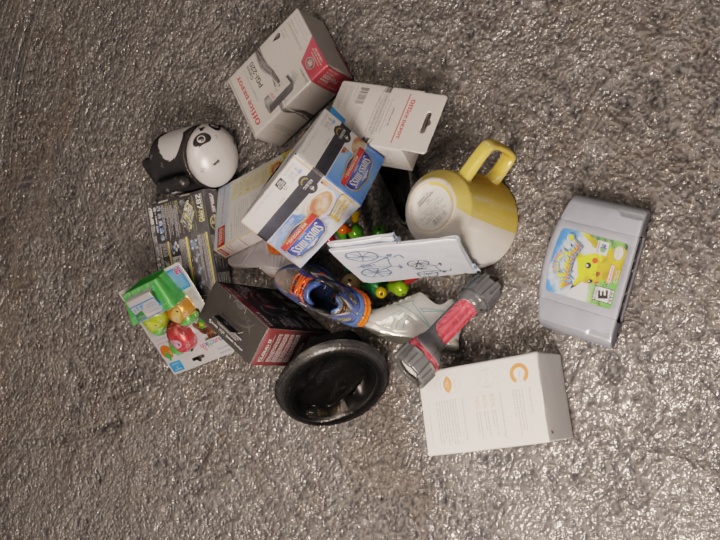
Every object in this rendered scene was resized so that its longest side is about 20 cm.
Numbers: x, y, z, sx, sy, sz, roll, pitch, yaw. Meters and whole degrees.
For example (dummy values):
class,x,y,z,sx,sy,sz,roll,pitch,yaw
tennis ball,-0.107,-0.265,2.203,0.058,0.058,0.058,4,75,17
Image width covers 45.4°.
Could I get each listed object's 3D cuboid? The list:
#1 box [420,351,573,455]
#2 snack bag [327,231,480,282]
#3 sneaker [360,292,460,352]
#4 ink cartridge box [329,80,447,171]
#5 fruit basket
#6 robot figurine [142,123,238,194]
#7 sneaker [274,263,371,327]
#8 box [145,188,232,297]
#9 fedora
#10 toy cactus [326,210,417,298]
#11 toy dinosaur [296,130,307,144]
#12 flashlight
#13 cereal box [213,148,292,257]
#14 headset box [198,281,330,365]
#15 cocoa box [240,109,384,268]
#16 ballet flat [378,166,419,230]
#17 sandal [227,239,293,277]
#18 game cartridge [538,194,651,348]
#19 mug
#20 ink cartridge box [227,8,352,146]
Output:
class,x,y,z,sx,sy,sz,roll,pitch,yaw
box,0.198,0.200,1.278,0.197,0.097,0.127,-14,76,33
snack bag,0.069,-0.020,1.281,0.196,0.189,0.022,-5,73,16
sneaker,0.079,0.078,1.400,0.197,0.070,0.082,7,75,31
ink cartridge box,0.046,-0.237,1.424,0.197,0.068,0.118,14,71,27
fruit basket,-0.356,0.100,1.640,0.183,0.094,0.203,-21,102,34
robot figurine,-0.330,-0.216,1.670,0.197,0.124,0.154,-5,81,34
sneaker,-0.072,0.032,1.418,0.198,0.078,0.077,18,91,37
box,-0.336,-0.044,1.682,0.159,0.049,0.204,-12,88,34
fedora,-0.051,0.165,1.437,0.200,0.199,0.092,-42,33,22
toy cactus,0.000,0.000,1.450,0.199,0.102,0.167,39,116,22
toy dinosaur,-0.057,-0.232,1.540,0.104,0.060,0.204,9,87,5
flashlight,0.135,0.086,1.293,0.067,0.068,0.200,37,70,28
cereal box,-0.187,-0.124,1.590,0.198,0.039,0.146,-23,53,31
headset box,-0.169,0.093,1.479,0.148,0.199,0.076,37,104,30
cocoa box,-0.078,-0.129,1.397,0.131,0.134,0.200,37,135,-11
ballet flat,0.063,-0.154,1.434,0.066,0.056,0.202,-39,60,25
sandal,-0.158,-0.027,1.573,0.204,0.059,0.080,0,63,44
game cartridge,0.332,-0.003,1.250,0.132,0.040,0.204,17,94,38
mug,0.146,-0.104,1.317,0.147,0.152,0.191,5,87,35
ink cartridge box,-0.132,-0.350,1.577,0.199,0.084,0.147,-39,64,26
